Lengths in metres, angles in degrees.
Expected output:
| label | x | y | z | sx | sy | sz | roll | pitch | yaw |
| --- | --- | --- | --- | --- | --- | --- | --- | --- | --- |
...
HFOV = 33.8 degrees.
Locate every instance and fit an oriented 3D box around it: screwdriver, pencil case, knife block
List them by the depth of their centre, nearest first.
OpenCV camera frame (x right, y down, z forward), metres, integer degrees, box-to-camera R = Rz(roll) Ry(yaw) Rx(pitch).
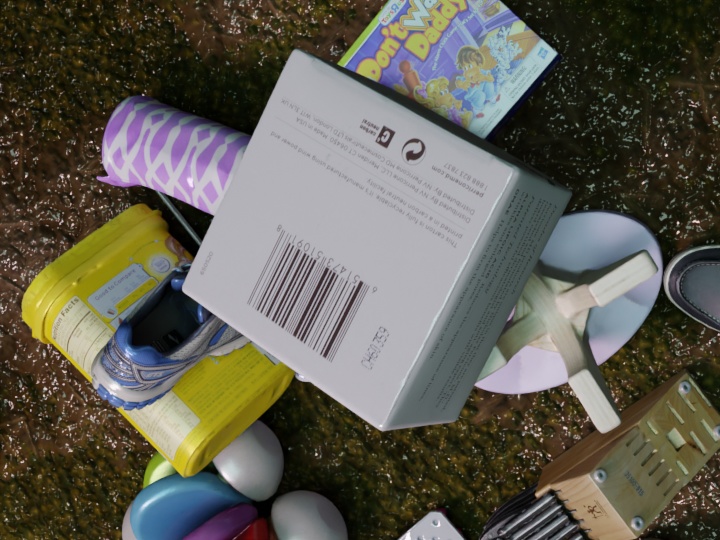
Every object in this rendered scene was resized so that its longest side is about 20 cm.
| label | x | y | z | sx | sy | sz | roll | pitch | yaw |
| --- | --- | --- | --- | --- | --- | --- | --- | --- | --- |
| knife block | 0.194 | 0.181 | 0.999 | 0.199 | 0.175 | 0.064 | -38 | 90 | -28 |
| pencil case | -0.128 | -0.083 | 1.001 | 0.198 | 0.084 | 0.087 | 24 | 97 | 28 |
| screwdriver | -0.140 | -0.013 | 1.064 | 0.029 | 0.028 | 0.200 | -43 | 87 | -12 |

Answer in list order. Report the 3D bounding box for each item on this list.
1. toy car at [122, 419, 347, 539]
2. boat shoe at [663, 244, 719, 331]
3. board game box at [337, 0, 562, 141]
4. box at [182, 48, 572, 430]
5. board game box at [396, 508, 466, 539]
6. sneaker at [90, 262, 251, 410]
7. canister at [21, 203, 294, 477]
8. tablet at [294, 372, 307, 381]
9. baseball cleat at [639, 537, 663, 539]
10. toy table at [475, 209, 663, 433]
| label | x | y | z | sx | sy | sz | roll | pitch | yaw |
| --- | --- | --- | --- | --- | --- | --- | --- | --- | --- |
| toy car | -0.124 | 0.243 | 1.038 | 0.175 | 0.150 | 0.201 | -42 | 87 | 18 |
| boat shoe | 0.335 | 0.035 | 0.928 | 0.198 | 0.062 | 0.076 | 24 | 106 | 11 |
| board game box | 0.049 | -0.144 | 0.974 | 0.134 | 0.045 | 0.201 | 43 | 103 | 7 |
| box | 0.012 | -0.021 | 0.859 | 0.198 | 0.130 | 0.202 | 31 | 100 | 25 |
| board game box | 0.066 | 0.347 | 1.070 | 0.200 | 0.026 | 0.200 | -43 | 87 | 17 |
| sneaker | -0.124 | 0.030 | 0.941 | 0.077 | 0.200 | 0.086 | 40 | 141 | 8 |
| canister | -0.168 | 0.059 | 1.013 | 0.200 | 0.148 | 0.087 | 42 | 146 | 12 |
| tablet | 0.000 | 0.000 | 1.035 | 0.128 | 0.014 | 0.204 | 1 | 99 | 14 |
| baseball cleat | 0.202 | 0.312 | 0.972 | 0.069 | 0.106 | 0.202 | 29 | 92 | -2 |
| toy table | 0.151 | 0.036 | 0.949 | 0.184 | 0.117 | 0.200 | 46 | 106 | 3 |
